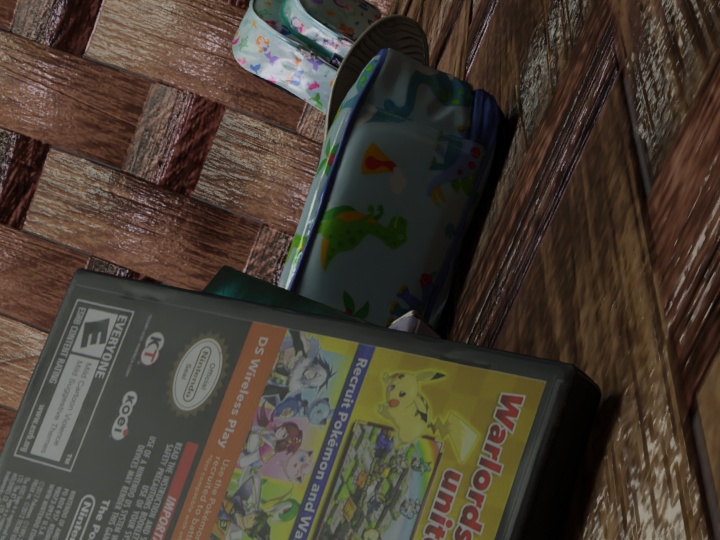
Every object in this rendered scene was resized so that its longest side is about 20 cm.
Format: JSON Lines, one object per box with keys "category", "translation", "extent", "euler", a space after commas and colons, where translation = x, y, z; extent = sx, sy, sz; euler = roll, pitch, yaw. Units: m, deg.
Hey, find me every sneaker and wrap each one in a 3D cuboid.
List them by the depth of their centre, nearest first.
{"category": "sneaker", "translation": [-0.003, -0.114, 1.471], "extent": [0.106, 0.074, 0.201], "euler": [-172, 102, -83]}

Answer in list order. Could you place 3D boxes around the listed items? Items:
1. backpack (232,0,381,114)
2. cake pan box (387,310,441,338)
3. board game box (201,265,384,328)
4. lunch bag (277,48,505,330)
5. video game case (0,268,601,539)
{"category": "backpack", "translation": [-0.071, -0.315, 2.427], "extent": [0.178, 0.199, 0.151], "euler": [-75, 7, -59]}
{"category": "cake pan box", "translation": [-0.053, 0.127, 0.611], "extent": [0.200, 0.052, 0.185], "euler": [-34, 20, 35]}
{"category": "board game box", "translation": [-0.056, 0.066, 0.621], "extent": [0.135, 0.028, 0.200], "euler": [-49, 19, -9]}
{"category": "lunch bag", "translation": [0.000, 0.000, 0.886], "extent": [0.161, 0.082, 0.201], "euler": [127, 163, -72]}
{"category": "video game case", "translation": [-0.044, 0.107, 0.488], "extent": [0.025, 0.180, 0.201], "euler": [39, -114, -52]}
